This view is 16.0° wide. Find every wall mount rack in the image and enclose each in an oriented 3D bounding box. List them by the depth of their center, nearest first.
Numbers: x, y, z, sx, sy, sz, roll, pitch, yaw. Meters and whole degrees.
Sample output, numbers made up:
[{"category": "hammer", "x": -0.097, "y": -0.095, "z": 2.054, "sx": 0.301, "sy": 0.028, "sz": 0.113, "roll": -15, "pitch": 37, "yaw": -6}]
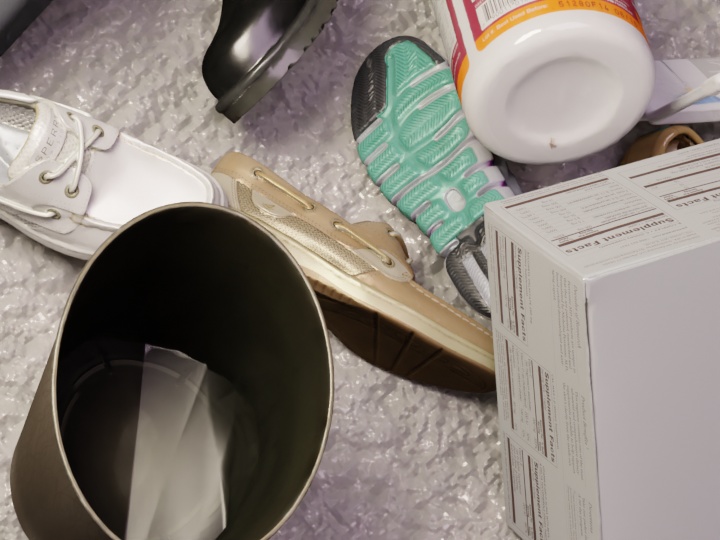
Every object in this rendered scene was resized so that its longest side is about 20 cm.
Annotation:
[{"category": "wall mount rack", "x": 0.219, "y": -0.120, "z": 1.488, "sx": 0.200, "sy": 0.075, "sz": 0.174, "roll": -5, "pitch": 32, "yaw": -20}]

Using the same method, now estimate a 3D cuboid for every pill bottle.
[{"category": "pill bottle", "x": 0.093, "y": -0.164, "z": 1.455, "sx": 0.109, "sy": 0.110, "sz": 0.200, "roll": 2, "pitch": 46, "yaw": -16}]

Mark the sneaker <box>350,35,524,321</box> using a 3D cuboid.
[{"category": "sneaker", "x": 0.060, "y": -0.043, "z": 1.470, "sx": 0.074, "sy": 0.088, "sz": 0.200, "roll": -33, "pitch": 61, "yaw": 14}]

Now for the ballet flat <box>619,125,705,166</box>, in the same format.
[{"category": "ballet flat", "x": 0.219, "y": 0.003, "z": 1.490, "sx": 0.069, "sy": 0.063, "sz": 0.200, "roll": -31, "pitch": 83, "yaw": -26}]

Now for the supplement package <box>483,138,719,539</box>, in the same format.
[{"category": "supplement package", "x": 0.165, "y": 0.054, "z": 1.375, "sx": 0.156, "sy": 0.111, "sz": 0.200, "roll": -16, "pitch": 118, "yaw": -21}]

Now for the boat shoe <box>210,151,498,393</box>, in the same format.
[{"category": "boat shoe", "x": 0.000, "y": 0.000, "z": 1.421, "sx": 0.200, "sy": 0.071, "sz": 0.065, "roll": 30, "pitch": 66, "yaw": -4}]

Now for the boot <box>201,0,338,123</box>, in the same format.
[{"category": "boot", "x": -0.085, "y": -0.197, "z": 1.458, "sx": 0.158, "sy": 0.079, "sz": 0.211, "roll": 31, "pitch": 55, "yaw": -12}]

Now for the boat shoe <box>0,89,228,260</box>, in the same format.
[{"category": "boat shoe", "x": -0.169, "y": -0.057, "z": 1.369, "sx": 0.200, "sy": 0.069, "sz": 0.071, "roll": 14, "pitch": 66, "yaw": 2}]

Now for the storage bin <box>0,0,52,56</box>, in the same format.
[{"category": "storage bin", "x": -0.230, "y": -0.208, "z": 1.394, "sx": 0.200, "sy": 0.146, "sz": 0.134, "roll": 40, "pitch": 102, "yaw": -1}]

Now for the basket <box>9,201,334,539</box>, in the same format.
[{"category": "basket", "x": -0.106, "y": 0.082, "z": 1.288, "sx": 0.136, "sy": 0.200, "sz": 0.181, "roll": 10, "pitch": 70, "yaw": -14}]
